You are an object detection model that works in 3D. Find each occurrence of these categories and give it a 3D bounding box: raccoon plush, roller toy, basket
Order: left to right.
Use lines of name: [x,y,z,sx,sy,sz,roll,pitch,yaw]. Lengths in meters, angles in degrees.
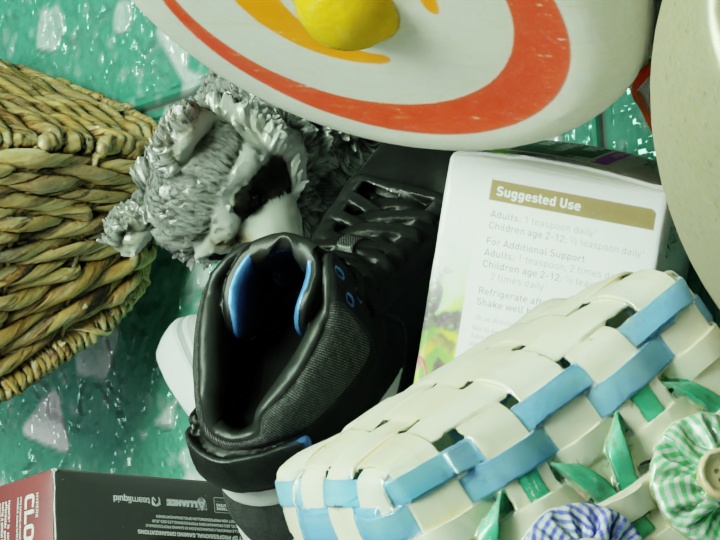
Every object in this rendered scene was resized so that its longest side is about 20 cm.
basket: [-0.187,-0.018,1.148,0.200,0.142,0.150,24,107,46]
raccoon plush: [-0.070,-0.060,1.007,0.200,0.134,0.097,34,116,47]
roller toy: [0.011,-0.128,0.739,0.182,0.200,0.140,-37,28,60]
basket: [0.076,0.117,0.734,0.200,0.176,0.139,61,156,-11]

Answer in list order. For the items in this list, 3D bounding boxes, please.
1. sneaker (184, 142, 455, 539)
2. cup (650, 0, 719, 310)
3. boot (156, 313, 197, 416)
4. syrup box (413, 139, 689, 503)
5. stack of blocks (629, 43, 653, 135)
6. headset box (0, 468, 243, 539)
sneaker: [0.000,0.000,0.879,0.073,0.112,0.200,9,59,23]
cup: [0.159,-0.058,0.648,0.200,0.143,0.201,-5,78,24]
boot: [-0.003,0.048,0.983,0.200,0.073,0.096,40,110,39]
syrup box: [0.063,0.057,0.856,0.081,0.079,0.201,10,99,14]
stack of blocks: [0.147,-0.083,0.795,0.115,0.058,0.200,-48,53,38]
headset box: [-0.108,0.137,1.035,0.200,0.148,0.075,-21,67,50]
